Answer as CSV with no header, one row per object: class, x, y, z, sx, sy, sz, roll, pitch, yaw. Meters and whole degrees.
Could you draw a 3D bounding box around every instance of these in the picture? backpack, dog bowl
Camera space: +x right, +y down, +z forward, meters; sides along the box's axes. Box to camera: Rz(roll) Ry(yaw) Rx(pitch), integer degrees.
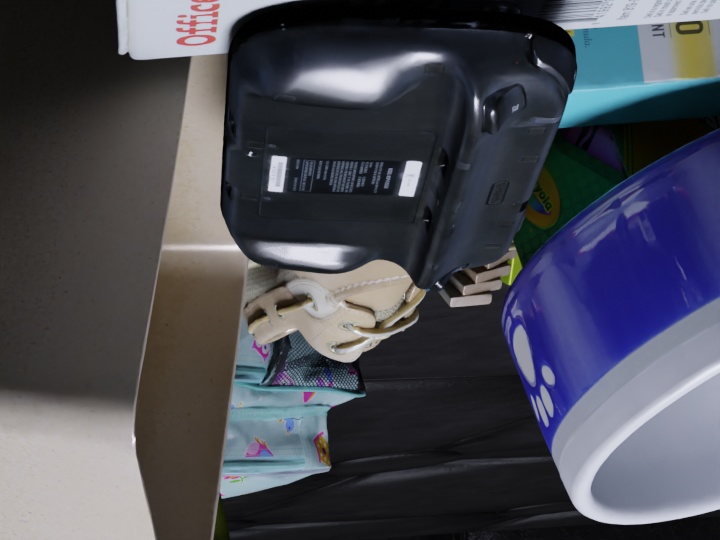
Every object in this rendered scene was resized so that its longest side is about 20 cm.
backpack,-0.113,0.049,1.380,0.176,0.154,0.200,-7,164,34
dog bowl,0.156,0.015,0.953,0.200,0.079,0.200,-20,157,-9

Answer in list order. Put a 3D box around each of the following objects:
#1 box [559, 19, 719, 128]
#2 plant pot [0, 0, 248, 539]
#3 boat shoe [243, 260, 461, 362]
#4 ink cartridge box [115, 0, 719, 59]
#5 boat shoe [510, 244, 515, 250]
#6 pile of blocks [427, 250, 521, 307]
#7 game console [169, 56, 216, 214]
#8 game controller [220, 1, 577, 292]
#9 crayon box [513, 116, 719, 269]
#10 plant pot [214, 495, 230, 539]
box,0.116,-0.099,0.918,0.200,0.082,0.049,-5,168,-7
plant pot,-0.141,0.014,0.874,0.177,0.200,0.200,4,146,3
boat shoe,0.000,0.000,1.021,0.072,0.065,0.200,-22,-173,-27
ink cartridge box,0.025,-0.124,0.736,0.200,0.083,0.147,-5,169,-7
boat shoe,0.023,-0.032,1.187,0.200,0.073,0.063,1,141,-29
pile of blocks,0.026,-0.026,1.268,0.200,0.062,0.082,-7,-151,-23
game console,-0.089,-0.078,0.932,0.200,0.031,0.177,-5,145,-4
game controller,0.007,-0.039,0.827,0.104,0.042,0.200,10,161,-1
crayon box,0.123,-0.055,1.030,0.058,0.119,0.200,-29,159,31
plant pot,-0.155,0.078,1.158,0.200,0.193,0.200,-6,169,-1
